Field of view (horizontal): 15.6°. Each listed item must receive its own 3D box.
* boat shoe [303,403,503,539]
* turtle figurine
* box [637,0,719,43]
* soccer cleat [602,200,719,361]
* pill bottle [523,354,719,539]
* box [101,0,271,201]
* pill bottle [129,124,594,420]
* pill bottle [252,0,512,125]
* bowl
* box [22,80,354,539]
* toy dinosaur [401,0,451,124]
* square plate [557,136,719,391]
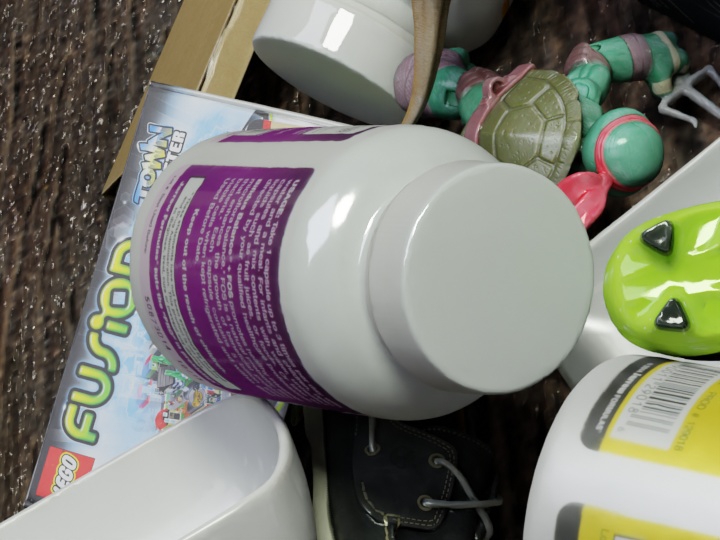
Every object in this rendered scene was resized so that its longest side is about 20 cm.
[{"bbox_3d":[0.023,0.093,1.065,0.068,0.072,0.200,-35,39,22],"label":"boat shoe"},{"bbox_3d":[0.083,-0.045,1.095,0.200,0.101,0.150,9,68,54],"label":"turtle figurine"},{"bbox_3d":[0.157,-0.160,1.060,0.107,0.148,0.200,-53,39,1],"label":"box"},{"bbox_3d":[0.184,-0.001,0.905,0.199,0.081,0.068,-4,81,8],"label":"soccer cleat"},{"bbox_3d":[0.163,0.097,0.860,0.199,0.111,0.112,11,69,33],"label":"pill bottle"},{"bbox_3d":[-0.066,-0.138,1.318,0.201,0.021,0.163,-69,14,-18],"label":"box"},{"bbox_3d":[0.000,0.000,1.014,0.200,0.112,0.113,5,64,60],"label":"pill bottle"},{"bbox_3d":[0.032,-0.171,1.223,0.113,0.113,0.200,15,73,49],"label":"pill bottle"},{"bbox_3d":[-0.100,0.136,1.042,0.200,0.075,0.200,-31,11,-1],"label":"bowl"},{"bbox_3d":[-0.068,0.025,1.170,0.110,0.035,0.201,13,83,19],"label":"box"},{"bbox_3d":[0.031,-0.133,1.089,0.106,0.060,0.201,-162,68,-73],"label":"toy dinosaur"},{"bbox_3d":[0.182,0.027,0.952,0.200,0.028,0.198,-40,60,16],"label":"square plate"}]
